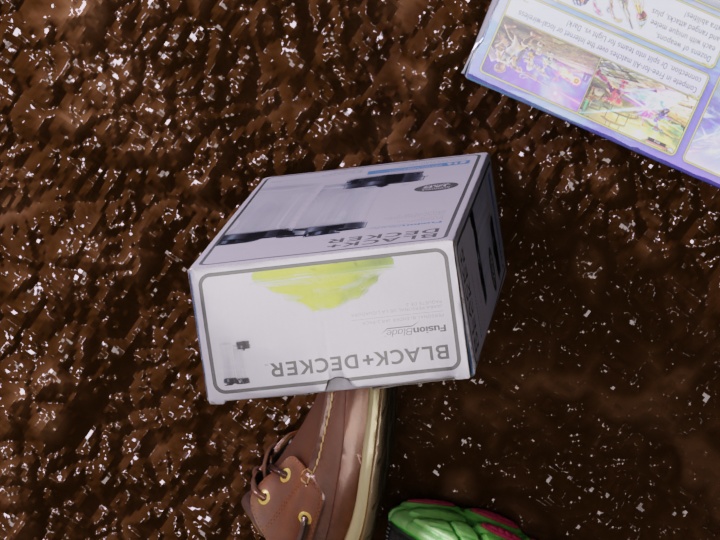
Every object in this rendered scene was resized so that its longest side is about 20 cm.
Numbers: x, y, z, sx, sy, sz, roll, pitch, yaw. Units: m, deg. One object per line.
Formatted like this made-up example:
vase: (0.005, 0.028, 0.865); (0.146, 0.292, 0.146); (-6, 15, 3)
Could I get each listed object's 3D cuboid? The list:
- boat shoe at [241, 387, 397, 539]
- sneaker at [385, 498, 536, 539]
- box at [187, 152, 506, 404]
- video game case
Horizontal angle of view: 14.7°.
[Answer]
boat shoe: (-0.023, 0.111, 1.327); (0.067, 0.072, 0.201); (11, 107, 3)
sneaker: (0.083, 0.187, 1.328); (0.200, 0.077, 0.084); (42, 100, -2)
box: (0.000, 0.000, 1.232); (0.116, 0.200, 0.060); (-6, 102, 9)
video game case: (0.172, -0.133, 1.258); (0.199, 0.045, 0.182); (24, 103, 1)
